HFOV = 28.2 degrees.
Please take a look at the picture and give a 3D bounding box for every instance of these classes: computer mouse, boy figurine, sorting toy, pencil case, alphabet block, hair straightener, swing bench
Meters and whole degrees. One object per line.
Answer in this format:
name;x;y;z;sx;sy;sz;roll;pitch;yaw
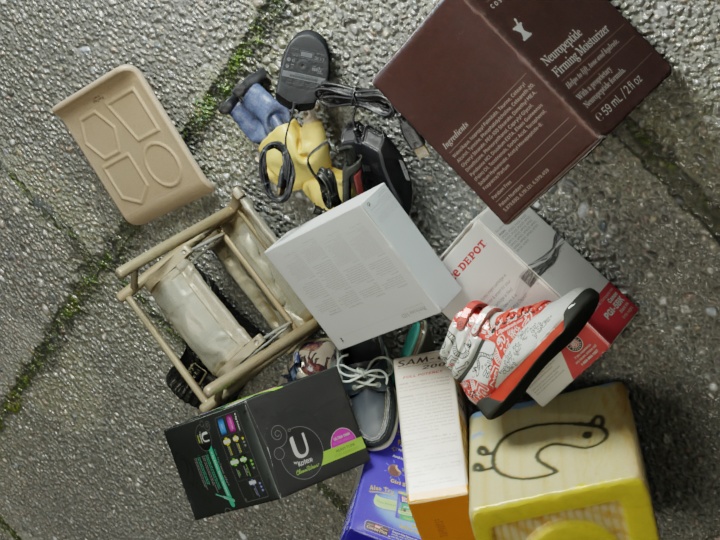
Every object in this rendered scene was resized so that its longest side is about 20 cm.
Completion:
computer mouse;-0.076;-0.176;1.640;0.059;0.034;0.200;15;95;2
boy figurine;-0.076;-0.147;1.698;0.200;0.064;0.124;46;137;2
sorting toy;-0.296;-0.164;1.888;0.185;0.036;0.200;-20;110;45
pencil case;-0.084;0.177;1.863;0.078;0.089;0.200;30;130;-1
computer mouse;0.037;-0.132;1.612;0.140;0.046;0.200;11;134;46
alphabet block;0.232;0.270;1.601;0.195;0.200;0.197;-15;114;10
hair straightener;-0.026;-0.071;1.647;0.077;0.041;0.200;-3;136;10
swing bench;-0.173;0.038;1.815;0.199;0.200;0.130;53;163;7

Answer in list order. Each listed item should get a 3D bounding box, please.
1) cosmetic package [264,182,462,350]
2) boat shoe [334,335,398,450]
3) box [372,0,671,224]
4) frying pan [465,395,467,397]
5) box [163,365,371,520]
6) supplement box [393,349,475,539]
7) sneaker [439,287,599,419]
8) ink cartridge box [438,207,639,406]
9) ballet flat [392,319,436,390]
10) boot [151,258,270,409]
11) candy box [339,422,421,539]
cosmetic package;0.000;0.000;1.630;0.200;0.052;0.151;-23;105;51
boat shoe;0.006;0.118;1.746;0.075;0.200;0.062;-6;156;8
box;0.158;-0.190;1.403;0.200;0.166;0.164;47;138;1
frying pan;0.140;0.119;1.690;0.115;0.031;0.190;40;162;20
box;-0.115;0.211;1.738;0.200;0.148;0.124;-25;85;50
supplement box;0.092;0.210;1.663;0.073;0.200;0.126;-11;140;8
sneaker;0.161;0.061;1.530;0.108;0.067;0.201;50;128;19
ink cartridge box;0.185;0.030;1.600;0.200;0.083;0.147;44;137;4
ballet flat;0.067;0.133;1.796;0.064;0.067;0.200;19;137;-9
boot;-0.234;0.097;1.986;0.211;0.079;0.158;45;137;3
candy box;0.075;0.279;1.747;0.169;0.200;0.077;21;137;-4
